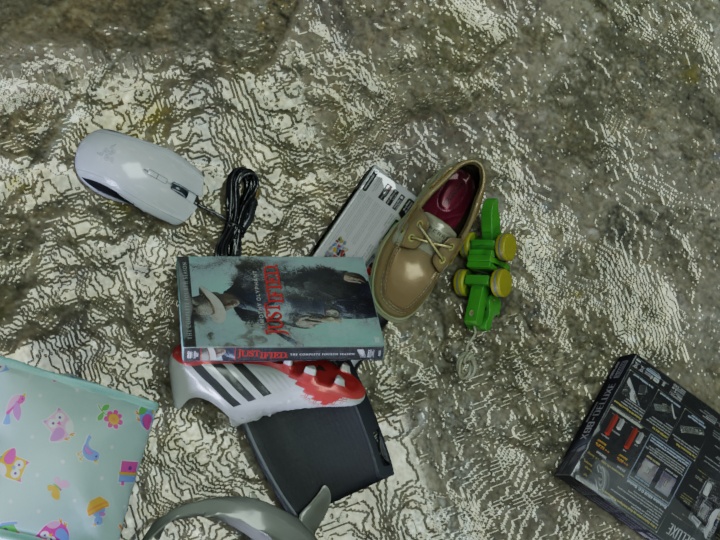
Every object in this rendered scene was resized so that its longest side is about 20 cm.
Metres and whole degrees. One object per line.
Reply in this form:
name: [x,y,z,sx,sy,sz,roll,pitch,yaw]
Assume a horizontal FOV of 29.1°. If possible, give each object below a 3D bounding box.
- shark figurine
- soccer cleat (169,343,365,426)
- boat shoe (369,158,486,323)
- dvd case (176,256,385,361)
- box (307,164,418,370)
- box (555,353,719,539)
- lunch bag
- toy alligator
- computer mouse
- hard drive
shark figurine: [-0.107,0.266,1.371,0.212,0.090,0.129,22,110,-16]
soccer cleat: [-0.094,0.117,1.376,0.197,0.069,0.086,11,109,1]
boat shoe: [0.072,-0.038,1.451,0.073,0.066,0.202,31,65,-9]
dvd case: [-0.083,0.037,1.386,0.197,0.022,0.147,0,38,-10]
box: [0.000,0.000,1.487,0.110,0.035,0.201,37,74,-7]
box: [0.337,0.214,1.537,0.199,0.050,0.159,34,75,-8]
lunch bag: [-0.316,0.178,1.334,0.198,0.122,0.173,18,78,-17]
toy alligator: [0.138,0.024,1.514,0.054,0.059,0.203,23,72,-52]
computer mouse: [-0.202,-0.086,1.443,0.198,0.044,0.111,23,77,-10]
hard drive: [-0.060,0.145,1.425,0.134,0.042,0.202,-24,91,5]
